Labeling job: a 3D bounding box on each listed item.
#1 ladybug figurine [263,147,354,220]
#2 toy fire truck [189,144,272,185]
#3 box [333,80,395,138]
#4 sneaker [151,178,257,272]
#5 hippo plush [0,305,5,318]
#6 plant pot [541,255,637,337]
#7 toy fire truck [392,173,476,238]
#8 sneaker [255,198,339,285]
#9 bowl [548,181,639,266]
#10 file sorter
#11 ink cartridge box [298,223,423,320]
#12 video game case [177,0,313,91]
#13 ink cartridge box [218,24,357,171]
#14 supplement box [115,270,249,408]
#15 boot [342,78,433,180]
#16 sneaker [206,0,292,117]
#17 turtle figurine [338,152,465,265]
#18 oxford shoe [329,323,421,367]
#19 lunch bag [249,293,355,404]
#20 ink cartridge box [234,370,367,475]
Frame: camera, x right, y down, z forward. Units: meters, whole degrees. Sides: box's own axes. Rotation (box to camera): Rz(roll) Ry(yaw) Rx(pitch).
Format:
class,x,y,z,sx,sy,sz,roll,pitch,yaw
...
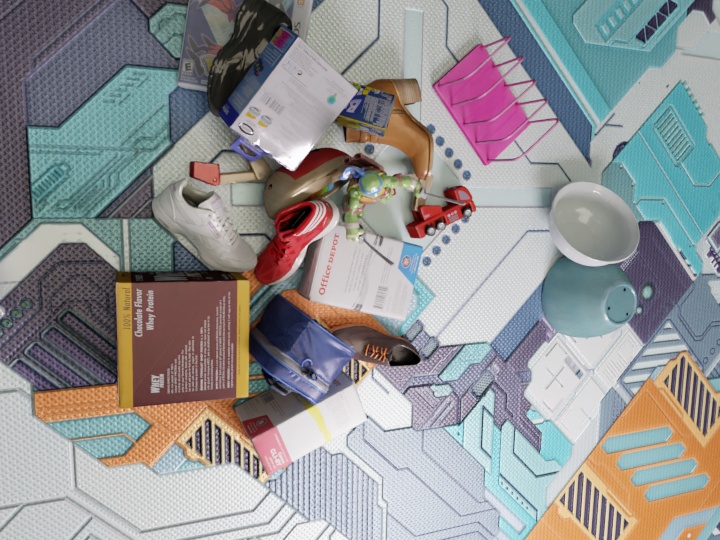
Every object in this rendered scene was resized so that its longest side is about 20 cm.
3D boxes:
class,x,y,z,sx,sy,sz,roll,pitch,yaw
ladybug figurine,-0.090,-0.158,1.015,0.200,0.136,0.072,-33,87,-34
toy fire truck,-0.183,-0.208,1.002,0.200,0.049,0.141,6,97,-24
box,-0.044,-0.293,1.006,0.200,0.070,0.064,17,91,0
sneaker,-0.246,-0.071,0.972,0.200,0.075,0.100,39,127,-23
hippo plush,-0.608,0.035,0.806,0.161,0.200,0.160,-37,131,-22
plant pot,0.525,0.063,1.290,0.200,0.135,0.201,-3,99,-21
toy fire truck,0.123,-0.140,1.144,0.200,0.049,0.141,-27,105,-18
sneaker,-0.135,-0.051,0.986,0.078,0.115,0.200,48,109,18
bowl,0.485,-0.085,1.256,0.201,0.090,0.202,5,62,-10
file sorter,0.270,-0.328,1.136,0.139,0.125,0.200,-44,111,-11
ink cartridge box,0.000,0.000,1.093,0.200,0.086,0.147,14,92,-22
video game case,-0.190,-0.378,0.957,0.199,0.023,0.183,10,94,1
ink cartridge box,-0.123,-0.252,0.910,0.136,0.076,0.200,31,103,-41
supplement box,-0.296,0.103,0.962,0.199,0.133,0.198,-1,98,-22
boot,0.047,-0.253,1.085,0.154,0.074,0.201,-14,91,-13
sneaker,-0.175,-0.329,0.916,0.091,0.076,0.200,27,96,-7
turtle figurine,0.038,-0.100,0.987,0.200,0.194,0.144,26,95,-8
oxford shoe,0.027,0.148,1.132,0.200,0.073,0.071,10,94,-23
lunch bag,-0.113,0.143,1.006,0.136,0.200,0.132,40,83,-27
ink cartridge box,-0.108,0.259,1.053,0.200,0.145,0.084,-26,107,-17
